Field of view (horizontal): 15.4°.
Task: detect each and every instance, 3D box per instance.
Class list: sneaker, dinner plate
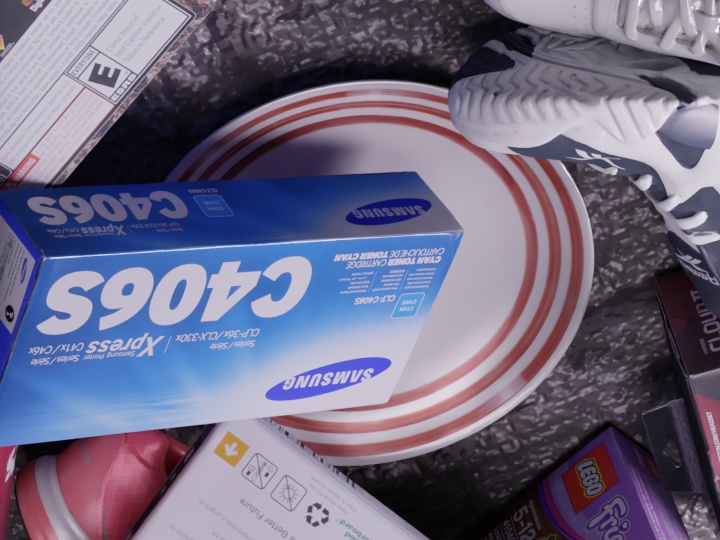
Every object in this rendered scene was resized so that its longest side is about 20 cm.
[{"bbox_3d":[0.143,-0.114,1.031,0.199,0.100,0.075,0,127,-6],"label":"sneaker"},{"bbox_3d":[0.000,0.000,1.141,0.200,0.024,0.201,-4,127,-6],"label":"dinner plate"},{"bbox_3d":[0.129,-0.033,1.093,0.199,0.080,0.130,-8,122,-21],"label":"sneaker"},{"bbox_3d":[-0.061,0.136,1.201,0.087,0.074,0.200,-37,122,17],"label":"sneaker"}]

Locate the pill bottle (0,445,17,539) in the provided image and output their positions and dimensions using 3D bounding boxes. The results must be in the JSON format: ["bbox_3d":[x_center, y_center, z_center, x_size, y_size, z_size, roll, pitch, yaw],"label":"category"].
[{"bbox_3d":[-0.199,0.078,1.117,0.109,0.110,0.200,4,125,-11],"label":"pill bottle"}]

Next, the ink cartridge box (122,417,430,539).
[{"bbox_3d":[-0.035,0.190,1.142,0.198,0.043,0.200,37,94,-2],"label":"ink cartridge box"}]

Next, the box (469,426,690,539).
[{"bbox_3d":[0.098,0.184,1.178,0.137,0.200,0.039,-41,129,20],"label":"box"}]

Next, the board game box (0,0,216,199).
[{"bbox_3d":[-0.180,-0.118,0.984,0.200,0.097,0.159,32,116,-26],"label":"board game box"}]

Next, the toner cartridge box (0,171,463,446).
[{"bbox_3d":[-0.061,0.013,1.052,0.200,0.043,0.095,-5,132,-37],"label":"toner cartridge box"}]

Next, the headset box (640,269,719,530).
[{"bbox_3d":[0.226,0.057,1.180,0.200,0.077,0.149,-17,126,5],"label":"headset box"}]
